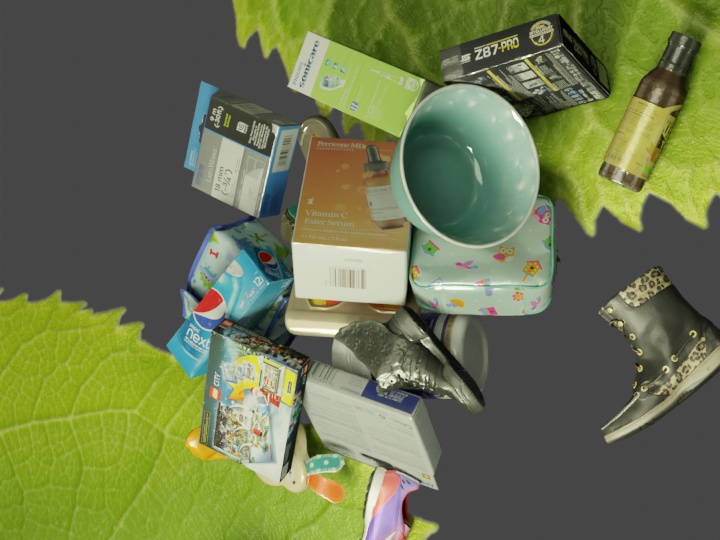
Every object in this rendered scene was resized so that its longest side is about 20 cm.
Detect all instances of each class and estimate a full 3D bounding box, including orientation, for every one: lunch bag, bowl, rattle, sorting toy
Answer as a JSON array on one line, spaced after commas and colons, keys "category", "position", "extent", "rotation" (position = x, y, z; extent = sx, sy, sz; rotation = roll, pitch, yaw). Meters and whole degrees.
[{"category": "lunch bag", "position": [-0.173, 0.051, 1.734], "extent": [0.170, 0.127, 0.202], "rotation": [43, 125, 20]}, {"category": "bowl", "position": [0.116, -0.122, 1.472], "extent": [0.105, 0.197, 0.205], "rotation": [162, 102, -65]}, {"category": "rattle", "position": [-0.131, 0.268, 1.672], "extent": [0.200, 0.142, 0.131], "rotation": [43, 106, 39]}, {"category": "lunch bag", "position": [0.166, -0.025, 1.537], "extent": [0.196, 0.078, 0.163], "rotation": [0, 56, 11]}, {"category": "sorting toy", "position": [0.000, 0.000, 1.601], "extent": [0.181, 0.037, 0.203], "rotation": [3, 53, 11]}]

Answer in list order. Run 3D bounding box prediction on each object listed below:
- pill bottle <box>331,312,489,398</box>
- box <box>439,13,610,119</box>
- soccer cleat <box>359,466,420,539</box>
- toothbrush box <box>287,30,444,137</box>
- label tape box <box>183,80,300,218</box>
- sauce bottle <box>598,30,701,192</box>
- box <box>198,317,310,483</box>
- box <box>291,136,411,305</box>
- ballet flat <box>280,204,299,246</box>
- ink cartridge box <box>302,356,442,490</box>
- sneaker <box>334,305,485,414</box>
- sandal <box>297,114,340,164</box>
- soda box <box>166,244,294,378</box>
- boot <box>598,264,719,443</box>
[{"category": "pill bottle", "position": [0.067, 0.117, 1.602], "extent": [0.197, 0.115, 0.118], "rotation": [-4, 87, 27]}, {"category": "box", "position": [0.212, -0.248, 1.487], "extent": [0.159, 0.199, 0.050], "rotation": [-15, 73, 27]}, {"category": "soccer cleat", "position": [0.034, 0.380, 1.646], "extent": [0.072, 0.068, 0.204], "rotation": [11, 97, 9]}, {"category": "toothbrush box", "position": [0.023, -0.247, 1.618], "extent": [0.198, 0.145, 0.087], "rotation": [28, 101, 24]}, {"category": "label tape box", "position": [-0.198, -0.184, 1.764], "extent": [0.198, 0.063, 0.147], "rotation": [26, 112, 25]}, {"category": "sauce bottle", "position": [0.369, -0.200, 1.480], "extent": [0.064, 0.064, 0.203], "rotation": [29, 103, 25]}, {"category": "box", "position": [-0.147, 0.179, 1.597], "extent": [0.135, 0.038, 0.203], "rotation": [24, 125, 17]}, {"category": "box", "position": [-0.005, -0.068, 1.562], "extent": [0.149, 0.107, 0.202], "rotation": [3, 49, 4]}, {"category": "ballet flat", "position": [-0.043, -0.021, 1.701], "extent": [0.199, 0.067, 0.076], "rotation": [35, 126, 29]}, {"category": "ink cartridge box", "position": [0.014, 0.210, 1.614], "extent": [0.194, 0.201, 0.044], "rotation": [16, 60, 26]}, {"category": "sneaker", "position": [0.063, 0.127, 1.499], "extent": [0.104, 0.060, 0.201], "rotation": [-43, 75, 12]}, {"category": "sandal", "position": [-0.038, -0.141, 1.698], "extent": [0.081, 0.054, 0.202], "rotation": [-34, 74, 23]}, {"category": "soda box", "position": [-0.181, 0.057, 1.627], "extent": [0.064, 0.068, 0.201], "rotation": [48, 116, 16]}, {"category": "boot", "position": [0.353, 0.106, 1.476], "extent": [0.200, 0.073, 0.151], "rotation": [-42, 72, 17]}]
